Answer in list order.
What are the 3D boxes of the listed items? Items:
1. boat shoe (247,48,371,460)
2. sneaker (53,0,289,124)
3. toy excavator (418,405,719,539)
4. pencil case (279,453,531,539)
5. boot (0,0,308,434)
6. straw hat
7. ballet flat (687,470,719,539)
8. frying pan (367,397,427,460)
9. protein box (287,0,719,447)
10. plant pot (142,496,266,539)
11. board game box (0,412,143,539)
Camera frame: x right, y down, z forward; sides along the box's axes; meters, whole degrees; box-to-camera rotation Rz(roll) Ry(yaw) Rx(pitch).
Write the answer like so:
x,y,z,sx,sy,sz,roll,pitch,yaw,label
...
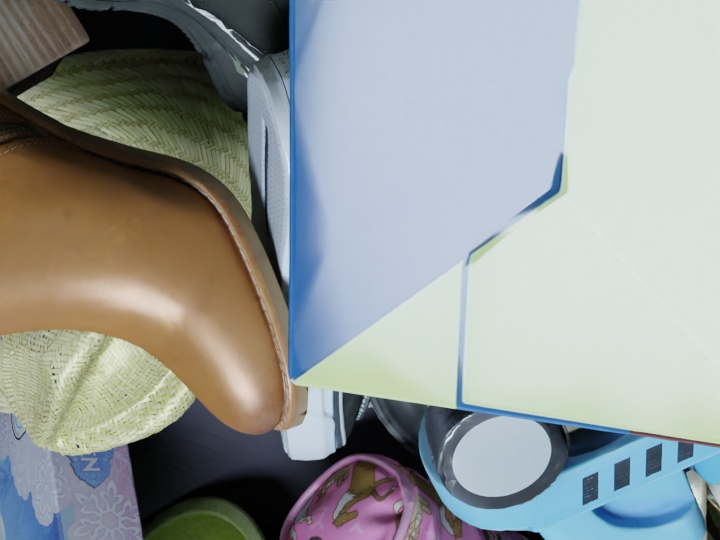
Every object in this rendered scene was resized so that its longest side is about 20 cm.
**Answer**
x,y,z,sx,sy,sz,roll,pitch,yaw,label
0.000,0.000,0.783,0.070,0.072,0.201,-10,146,-10,boat shoe
-0.049,-0.118,0.747,0.199,0.076,0.091,29,134,-31,sneaker
0.128,0.066,0.856,0.193,0.100,0.201,-24,125,4,toy excavator
0.050,0.154,1.006,0.200,0.087,0.083,37,170,-35,pencil case
-0.122,0.003,0.731,0.201,0.155,0.077,55,151,-3,boot
-0.097,0.018,0.844,0.199,0.085,0.202,-10,138,-9,straw hat
0.168,0.146,0.989,0.062,0.068,0.200,-20,130,24,ballet flat
0.031,0.063,0.958,0.189,0.031,0.115,-12,129,45,frying pan
0.069,-0.096,0.584,0.134,0.200,0.200,8,123,11,protein box
-0.025,0.233,1.080,0.189,0.201,0.200,25,142,-31,plant pot
-0.148,0.174,1.021,0.043,0.201,0.199,4,148,-29,board game box
